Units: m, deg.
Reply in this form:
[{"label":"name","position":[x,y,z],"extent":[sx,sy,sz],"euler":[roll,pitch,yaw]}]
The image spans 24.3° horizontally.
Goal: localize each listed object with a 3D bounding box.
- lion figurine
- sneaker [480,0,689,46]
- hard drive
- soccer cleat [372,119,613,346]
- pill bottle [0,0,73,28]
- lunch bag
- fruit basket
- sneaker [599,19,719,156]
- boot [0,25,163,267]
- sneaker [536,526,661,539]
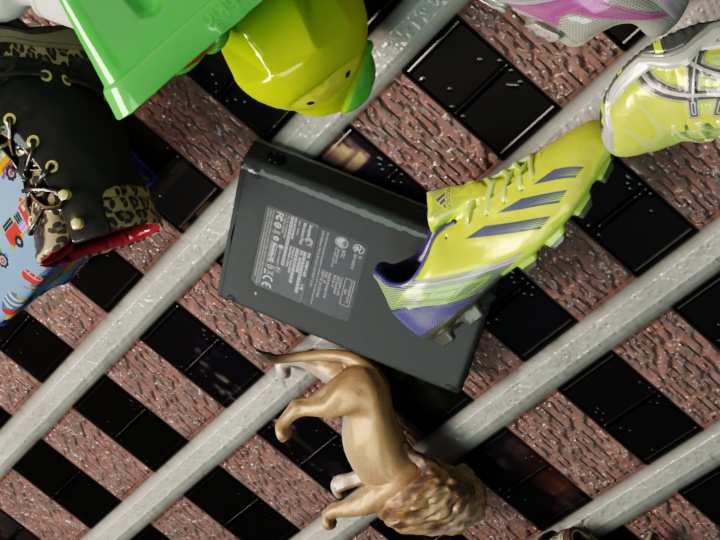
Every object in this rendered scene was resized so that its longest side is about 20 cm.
[{"label":"lion figurine","position":[0.009,0.128,1.284],"extent":[0.121,0.073,0.201],"euler":[-18,114,26]},{"label":"sneaker","position":[0.106,-0.174,0.982],"extent":[0.198,0.082,0.089],"euler":[8,128,20]},{"label":"hard drive","position":[0.000,0.000,1.207],"extent":[0.198,0.033,0.140],"euler":[22,133,7]},{"label":"soccer cleat","position":[0.086,-0.035,1.096],"extent":[0.084,0.065,0.200],"euler":[44,115,-1]},{"label":"pill bottle","position":[-0.261,-0.227,1.085],"extent":[0.198,0.112,0.112],"euler":[21,133,7]},{"label":"lunch bag","position":[-0.272,-0.088,1.236],"extent":[0.200,0.094,0.150],"euler":[50,133,2]},{"label":"fruit basket","position":[-0.060,-0.160,0.992],"extent":[0.213,0.156,0.218],"euler":[-2,109,-5]},{"label":"sneaker","position":[0.222,-0.106,0.974],"extent":[0.075,0.077,0.199],"euler":[7,155,-44]},{"label":"boot","position":[-0.225,-0.080,1.102],"extent":[0.073,0.199,0.152],"euler":[-28,79,42]},{"label":"sneaker","position":[0.153,0.234,1.321],"extent":[0.198,0.070,0.076],"euler":[-1,108,21]}]
